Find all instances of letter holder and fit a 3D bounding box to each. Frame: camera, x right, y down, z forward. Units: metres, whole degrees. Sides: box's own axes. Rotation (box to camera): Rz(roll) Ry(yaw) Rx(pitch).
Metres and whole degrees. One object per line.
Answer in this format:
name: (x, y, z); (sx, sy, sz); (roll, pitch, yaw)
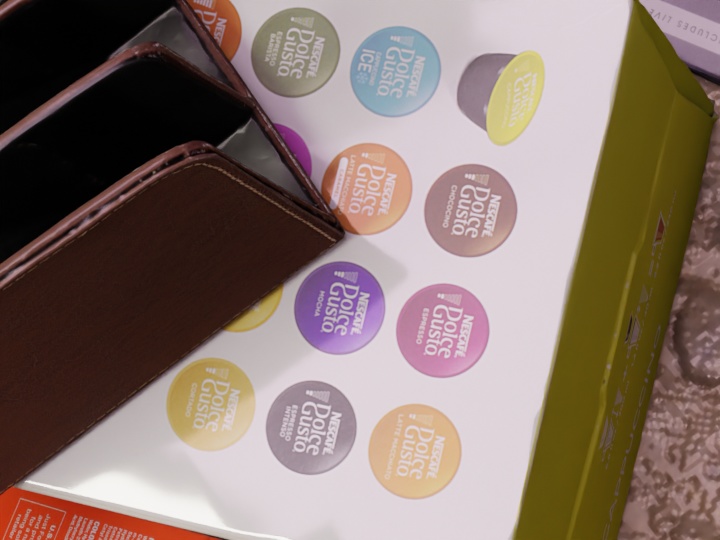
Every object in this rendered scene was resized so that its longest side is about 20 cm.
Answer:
letter holder: (-0.128, -0.001, 0.840); (0.200, 0.142, 0.101); (-37, 73, 8)

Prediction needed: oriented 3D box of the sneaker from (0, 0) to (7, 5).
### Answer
sneaker: (-0.151, -0.094, 1.111); (0.200, 0.070, 0.090); (-41, 79, 10)

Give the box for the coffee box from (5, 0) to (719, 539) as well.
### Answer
coffee box: (0.000, 0.000, 0.984); (0.198, 0.200, 0.200); (12, 86, 16)

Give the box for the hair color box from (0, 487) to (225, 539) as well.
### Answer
hair color box: (-0.053, 0.129, 0.988); (0.200, 0.102, 0.061); (10, 74, 42)

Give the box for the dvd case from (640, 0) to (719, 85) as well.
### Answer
dvd case: (0.166, -0.166, 1.066); (0.149, 0.016, 0.200); (24, 88, 16)
